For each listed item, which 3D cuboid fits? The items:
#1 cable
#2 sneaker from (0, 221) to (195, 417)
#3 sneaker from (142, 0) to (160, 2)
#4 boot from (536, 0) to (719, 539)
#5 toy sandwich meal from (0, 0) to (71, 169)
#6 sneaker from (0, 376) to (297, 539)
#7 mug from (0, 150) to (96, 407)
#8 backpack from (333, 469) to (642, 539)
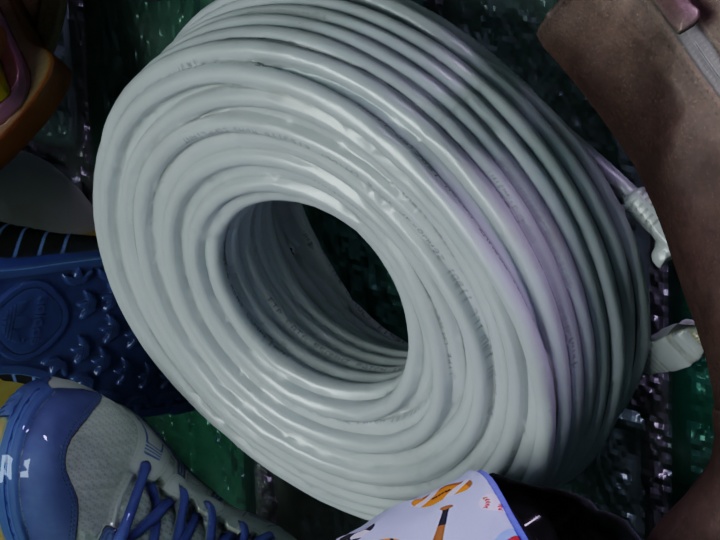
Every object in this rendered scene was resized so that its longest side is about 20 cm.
[{"bbox_3d":[0.000,0.000,0.854,0.200,0.069,0.200,45,141,2],"label":"cable"},{"bbox_3d":[-0.132,0.008,0.950,0.078,0.199,0.070,41,119,50],"label":"sneaker"},{"bbox_3d":[-0.083,-0.184,0.910,0.070,0.082,0.201,37,127,33],"label":"sneaker"},{"bbox_3d":[0.112,-0.011,0.751,0.166,0.072,0.200,47,119,11],"label":"boot"},{"bbox_3d":[-0.204,-0.103,1.006,0.204,0.070,0.206,-8,68,20],"label":"toy sandwich meal"},{"bbox_3d":[-0.059,0.101,0.931,0.088,0.200,0.076,5,63,32],"label":"sneaker"},{"bbox_3d":[-0.181,0.039,1.031,0.186,0.153,0.150,12,110,44],"label":"mug"},{"bbox_3d":[0.036,0.163,0.772,0.191,0.153,0.201,-109,6,-58],"label":"backpack"}]
